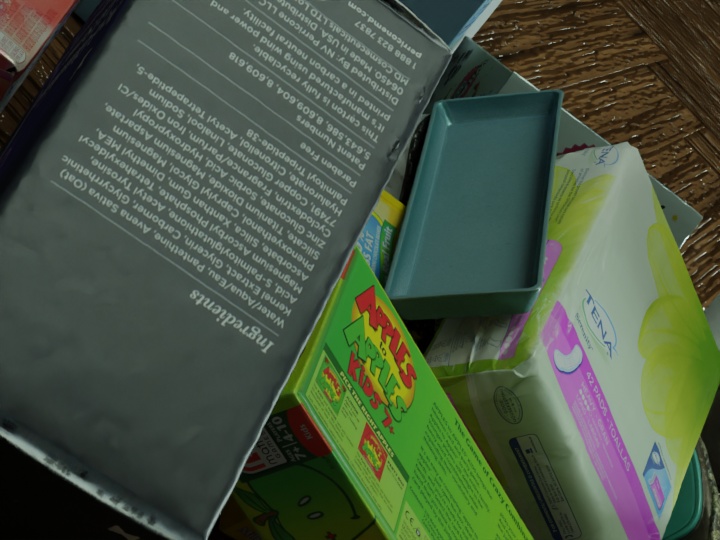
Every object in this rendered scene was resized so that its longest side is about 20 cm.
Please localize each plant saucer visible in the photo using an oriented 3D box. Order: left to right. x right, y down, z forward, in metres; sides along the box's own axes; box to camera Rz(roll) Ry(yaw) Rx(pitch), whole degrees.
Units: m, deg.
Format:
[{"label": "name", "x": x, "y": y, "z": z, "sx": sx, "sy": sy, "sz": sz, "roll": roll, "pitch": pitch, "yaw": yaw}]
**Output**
[{"label": "plant saucer", "x": 0.058, "y": -0.034, "z": 0.801, "sx": 0.201, "sy": 0.069, "sz": 0.019, "roll": -74, "pitch": 157, "yaw": -57}]

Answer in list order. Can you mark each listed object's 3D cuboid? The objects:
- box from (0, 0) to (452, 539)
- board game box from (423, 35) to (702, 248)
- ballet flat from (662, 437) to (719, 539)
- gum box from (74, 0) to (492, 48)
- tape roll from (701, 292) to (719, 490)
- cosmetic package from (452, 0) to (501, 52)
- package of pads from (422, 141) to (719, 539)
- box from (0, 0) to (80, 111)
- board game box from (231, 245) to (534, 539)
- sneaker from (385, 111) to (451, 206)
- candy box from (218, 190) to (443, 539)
[{"label": "box", "x": -0.078, "y": -0.006, "z": 0.567, "sx": 0.104, "sy": 0.148, "sz": 0.201, "roll": 35, "pitch": 60, "yaw": -15}, {"label": "board game box", "x": 0.117, "y": -0.070, "z": 1.060, "sx": 0.147, "sy": 0.064, "sz": 0.200, "roll": 36, "pitch": 9, "yaw": -12}, {"label": "ballet flat", "x": 0.163, "y": 0.158, "z": 0.862, "sx": 0.075, "sy": 0.067, "sz": 0.201, "roll": 52, "pitch": 23, "yaw": -32}, {"label": "gum box", "x": -0.030, "y": -0.157, "z": 0.893, "sx": 0.170, "sy": 0.200, "sz": 0.045, "roll": 42, "pitch": 26, "yaw": 1}, {"label": "tape roll", "x": 0.268, "y": 0.093, "z": 0.951, "sx": 0.202, "sy": 0.071, "sz": 0.203, "roll": 38, "pitch": -20, "yaw": 17}, {"label": "cosmetic package", "x": 0.016, "y": -0.248, "z": 1.132, "sx": 0.200, "sy": 0.167, "sz": 0.167, "roll": 42, "pitch": 26, "yaw": 1}, {"label": "package of pads", "x": 0.106, "y": 0.047, "z": 0.816, "sx": 0.155, "sy": 0.068, "sz": 0.200, "roll": 64, "pitch": 35, "yaw": -23}, {"label": "box", "x": -0.182, "y": -0.116, "z": 0.732, "sx": 0.094, "sy": 0.103, "sz": 0.200, "roll": 36, "pitch": 28, "yaw": -13}, {"label": "board game box", "x": 0.017, "y": 0.102, "z": 0.653, "sx": 0.201, "sy": 0.047, "sz": 0.102, "roll": 59, "pitch": 26, "yaw": -22}, {"label": "sneaker", "x": 0.000, "y": 0.000, "z": 0.860, "sx": 0.074, "sy": 0.079, "sz": 0.201, "roll": 53, "pitch": 38, "yaw": -19}, {"label": "candy box", "x": -0.003, "y": 0.047, "z": 0.745, "sx": 0.102, "sy": 0.026, "sz": 0.201, "roll": 33, "pitch": 46, "yaw": -29}]
